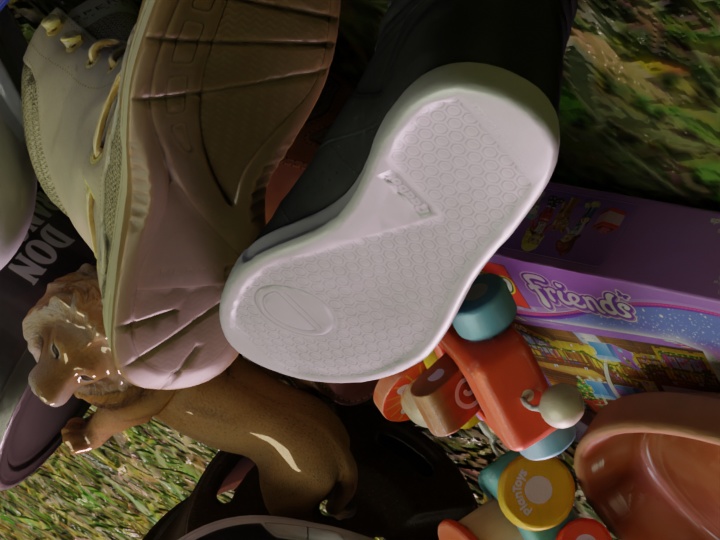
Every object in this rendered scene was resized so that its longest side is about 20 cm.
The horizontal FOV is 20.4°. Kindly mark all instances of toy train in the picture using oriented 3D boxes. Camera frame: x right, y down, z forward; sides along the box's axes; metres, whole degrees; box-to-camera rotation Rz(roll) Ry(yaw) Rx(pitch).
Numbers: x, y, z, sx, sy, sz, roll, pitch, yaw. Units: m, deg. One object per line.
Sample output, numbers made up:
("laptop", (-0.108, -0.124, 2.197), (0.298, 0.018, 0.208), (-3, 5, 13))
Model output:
("toy train", (0.052, 0.077, 0.756), (0.201, 0.055, 0.150), (63, 173, -32))

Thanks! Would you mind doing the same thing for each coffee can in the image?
("coffee can", (-0.225, -0.002, 1.030), (0.199, 0.147, 0.147), (31, 158, 8))

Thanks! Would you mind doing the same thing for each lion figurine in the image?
("lion figurine", (-0.063, 0.061, 0.886), (0.199, 0.073, 0.122), (22, 151, -21))

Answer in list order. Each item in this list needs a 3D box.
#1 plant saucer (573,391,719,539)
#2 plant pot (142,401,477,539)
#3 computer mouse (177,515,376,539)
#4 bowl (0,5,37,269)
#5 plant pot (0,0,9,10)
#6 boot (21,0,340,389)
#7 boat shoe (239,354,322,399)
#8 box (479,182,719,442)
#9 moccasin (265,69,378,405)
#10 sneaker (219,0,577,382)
("plant saucer", (0.173, 0.105, 0.744), (0.200, 0.032, 0.201), (29, 159, 12))
("plant pot", (-0.027, 0.170, 1.046), (0.200, 0.201, 0.198), (32, 154, 5))
("computer mouse", (-0.004, 0.136, 0.898), (0.199, 0.044, 0.110), (6, 144, -9))
("bowl", (-0.188, -0.078, 0.848), (0.201, 0.090, 0.202), (-25, -90, -88))
("plant pot", (-0.197, -0.149, 0.641), (0.200, 0.200, 0.180), (40, 163, -15))
("boot", (-0.074, -0.079, 0.745), (0.156, 0.072, 0.201), (-124, 40, -51))
("boat shoe", (-0.065, 0.023, 0.961), (0.072, 0.068, 0.200), (20, 155, 27))
("box", (0.138, 0.033, 0.738), (0.199, 0.039, 0.137), (13, 151, 42))
("moccasin", (0.001, -0.001, 0.828), (0.078, 0.074, 0.202), (36, 150, 22))
("sneaker", (0.016, -0.038, 0.670), (0.070, 0.100, 0.200), (26, 144, -12))
